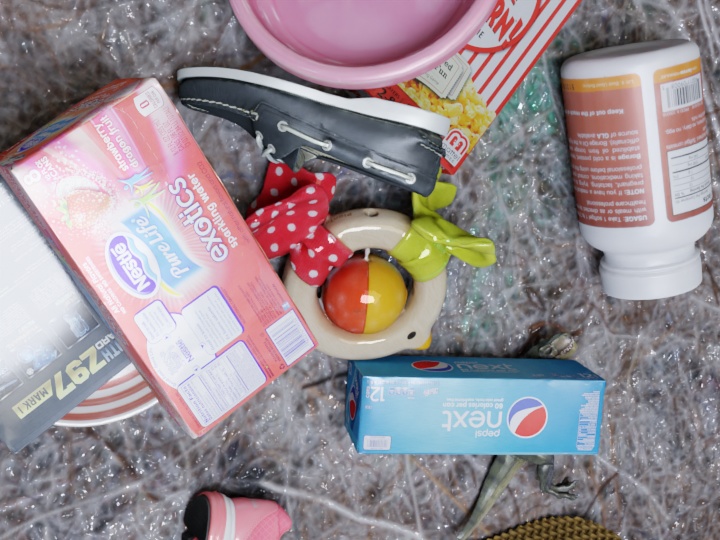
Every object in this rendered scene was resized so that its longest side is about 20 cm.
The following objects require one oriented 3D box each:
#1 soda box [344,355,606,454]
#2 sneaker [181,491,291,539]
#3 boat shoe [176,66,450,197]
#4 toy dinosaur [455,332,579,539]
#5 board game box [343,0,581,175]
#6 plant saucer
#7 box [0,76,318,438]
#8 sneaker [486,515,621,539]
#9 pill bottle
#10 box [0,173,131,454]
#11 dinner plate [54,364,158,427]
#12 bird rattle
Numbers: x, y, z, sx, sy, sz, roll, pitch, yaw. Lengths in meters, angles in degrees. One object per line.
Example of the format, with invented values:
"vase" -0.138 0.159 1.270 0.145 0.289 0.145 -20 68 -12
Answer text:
"soda box" 0.091 0.108 0.861 0.199 0.068 0.065 3 99 -11
"sneaker" -0.094 0.271 0.829 0.086 0.074 0.201 4 98 -26
"boat shoe" -0.039 -0.098 0.748 0.199 0.076 0.061 13 92 12
"toy dinosaur" 0.156 0.153 0.936 0.088 0.047 0.201 22 92 -16
"board game box" 0.070 -0.200 0.830 0.151 0.046 0.200 39 83 -25
"plant saucer" 0.005 -0.217 0.750 0.199 0.051 0.202 -2 76 8
"box" -0.128 -0.010 0.670 0.102 0.095 0.201 -37 113 -16
"sneaker" 0.145 0.284 0.945 0.199 0.075 0.091 -9 111 -16
"pill bottle" 0.232 -0.084 0.888 0.112 0.112 0.201 -15 106 -21
"box" -0.202 -0.001 0.717 0.200 0.051 0.158 -39 113 -14
"dinner plate" -0.195 0.012 0.763 0.199 0.024 0.201 -5 102 -23
"bird rattle" 0.000 0.000 0.809 0.199 0.113 0.164 -5 120 -18
